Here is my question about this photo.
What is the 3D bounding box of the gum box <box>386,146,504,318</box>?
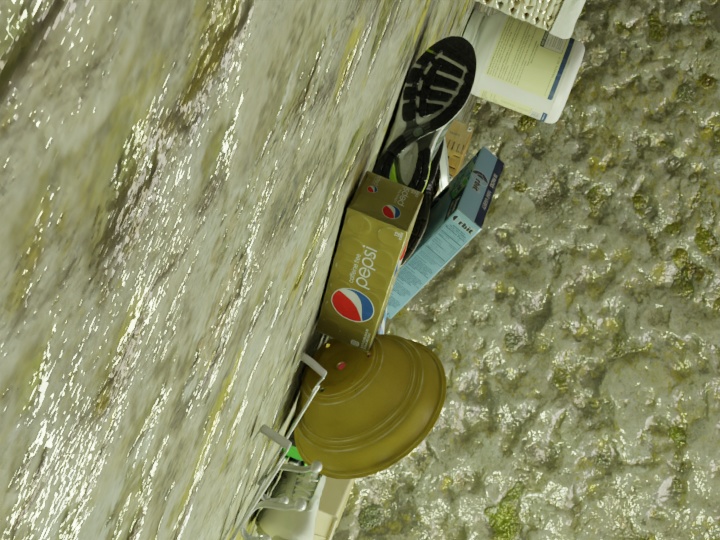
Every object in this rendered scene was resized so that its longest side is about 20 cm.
[{"bbox_3d":[0.102,-0.051,1.419,0.200,0.044,0.170,-46,-170,37],"label":"gum box"}]

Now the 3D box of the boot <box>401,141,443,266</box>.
[{"bbox_3d":[0.060,-0.089,1.392,0.151,0.072,0.203,37,69,-85],"label":"boot"}]

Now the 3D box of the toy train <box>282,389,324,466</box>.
[{"bbox_3d":[-0.053,0.166,1.384,0.057,0.041,0.201,90,19,-48],"label":"toy train"}]

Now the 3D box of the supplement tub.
[{"bbox_3d":[0.265,-0.350,1.797,0.145,0.198,0.147,22,90,-85],"label":"supplement tub"}]

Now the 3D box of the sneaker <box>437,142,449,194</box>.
[{"bbox_3d":[0.117,-0.146,1.814,0.079,0.078,0.202,-72,157,-67],"label":"sneaker"}]

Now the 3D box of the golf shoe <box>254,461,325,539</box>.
[{"bbox_3d":[-0.082,0.284,1.353,0.200,0.077,0.098,-88,-161,-75],"label":"golf shoe"}]

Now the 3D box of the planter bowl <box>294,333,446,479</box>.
[{"bbox_3d":[-0.007,0.132,1.220,0.084,0.198,0.202,57,43,-37],"label":"planter bowl"}]

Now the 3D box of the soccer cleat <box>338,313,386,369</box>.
[{"bbox_3d":[-0.003,0.104,1.370,0.086,0.069,0.203,-166,-93,-82],"label":"soccer cleat"}]

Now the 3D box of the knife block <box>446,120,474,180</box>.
[{"bbox_3d":[0.173,-0.220,2.138,0.176,0.063,0.202,98,14,-68],"label":"knife block"}]

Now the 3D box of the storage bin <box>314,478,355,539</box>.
[{"bbox_3d":[-0.085,0.433,1.855,0.200,0.093,0.200,-60,171,-64],"label":"storage bin"}]

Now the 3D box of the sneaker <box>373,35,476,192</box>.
[{"bbox_3d":[0.069,-0.171,1.196,0.202,0.073,0.081,-63,-177,13],"label":"sneaker"}]

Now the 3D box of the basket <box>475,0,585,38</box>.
[{"bbox_3d":[0.214,-0.411,1.192,0.200,0.159,0.200,99,13,-66],"label":"basket"}]

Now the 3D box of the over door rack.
[{"bbox_3d":[-0.080,0.212,1.095,0.148,0.066,0.202,-62,172,-61],"label":"over door rack"}]

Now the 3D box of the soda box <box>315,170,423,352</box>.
[{"bbox_3d":[0.007,-0.006,1.133,0.201,0.067,0.064,106,7,-46],"label":"soda box"}]
